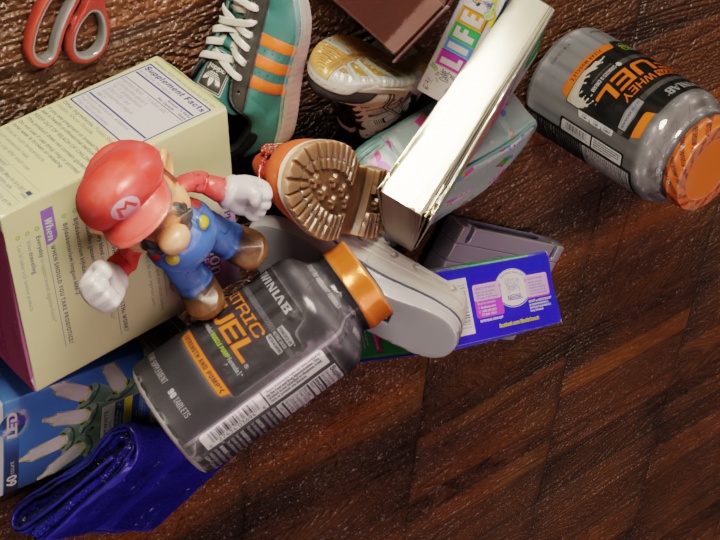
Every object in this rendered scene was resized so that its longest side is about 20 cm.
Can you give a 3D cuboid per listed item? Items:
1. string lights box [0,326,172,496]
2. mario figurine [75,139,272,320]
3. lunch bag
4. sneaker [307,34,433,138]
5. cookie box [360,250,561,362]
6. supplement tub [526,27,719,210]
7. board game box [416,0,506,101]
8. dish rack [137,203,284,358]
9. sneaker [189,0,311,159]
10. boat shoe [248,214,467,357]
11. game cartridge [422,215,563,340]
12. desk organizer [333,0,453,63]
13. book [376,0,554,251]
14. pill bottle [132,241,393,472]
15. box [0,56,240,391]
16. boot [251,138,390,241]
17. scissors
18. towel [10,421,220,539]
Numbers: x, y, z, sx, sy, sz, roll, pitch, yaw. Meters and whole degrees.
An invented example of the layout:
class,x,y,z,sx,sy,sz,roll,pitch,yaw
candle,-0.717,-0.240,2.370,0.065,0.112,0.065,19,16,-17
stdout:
class,x,y,z,sx,sy,sz,roll,pitch,yaw
string lights box,-0.254,0.111,1.315,0.199,0.059,0.103,-22,135,-36
mario figurine,-0.130,-0.019,1.130,0.200,0.106,0.124,41,53,-62
lunch bag,0.054,-0.088,1.436,0.200,0.077,0.160,-31,170,-23
sneaker,0.004,-0.147,1.334,0.088,0.076,0.200,-57,164,21
cookie box,0.057,0.039,1.482,0.171,0.200,0.076,-10,89,-44
supplement tub,0.271,-0.148,1.556,0.122,0.200,0.123,-29,139,-29
board game box,0.117,-0.246,1.329,0.200,0.034,0.135,-61,178,-45
dish rack,-0.092,0.043,1.346,0.153,0.054,0.200,48,55,-15
sneaker,-0.091,-0.169,1.243,0.080,0.071,0.201,-30,141,-34
boat shoe,0.000,0.000,1.327,0.070,0.199,0.071,-64,178,-48
game cartridge,0.128,0.012,1.682,0.200,0.038,0.130,9,117,-51
desk organizer,0.051,-0.261,1.276,0.072,0.077,0.200,-42,-168,40
book,0.084,-0.119,1.285,0.200,0.048,0.134,-58,174,-10
pill bottle,-0.072,0.062,1.244,0.200,0.106,0.106,-36,143,-2
box,-0.203,-0.038,1.211,0.200,0.097,0.176,-29,139,-28
boot,-0.050,-0.070,1.249,0.200,0.107,0.075,18,91,-72
scissors,-0.185,-0.235,1.129,0.073,0.014,0.201,3,119,-47
towel,-0.197,0.188,1.388,0.148,0.050,0.200,-38,163,17
